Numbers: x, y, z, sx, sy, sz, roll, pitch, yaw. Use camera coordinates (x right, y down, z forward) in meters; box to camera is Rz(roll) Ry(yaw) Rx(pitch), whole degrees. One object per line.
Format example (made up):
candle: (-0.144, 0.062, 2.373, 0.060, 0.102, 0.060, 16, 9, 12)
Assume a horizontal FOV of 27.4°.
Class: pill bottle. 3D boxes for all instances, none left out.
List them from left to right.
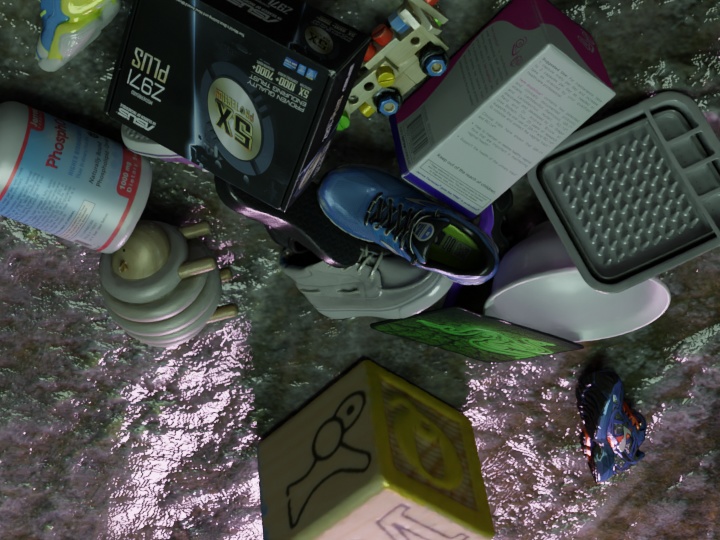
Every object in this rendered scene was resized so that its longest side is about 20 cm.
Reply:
pill bottle: (-0.313, -0.098, 1.435, 0.200, 0.109, 0.109, 22, 127, -27)

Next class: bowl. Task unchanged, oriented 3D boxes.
bowl: (0.232, 0.002, 1.605, 0.201, 0.090, 0.201, 0, 155, 0)

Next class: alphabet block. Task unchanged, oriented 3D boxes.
alphabet block: (0.014, 0.262, 1.771, 0.196, 0.195, 0.200, 31, 123, -34)

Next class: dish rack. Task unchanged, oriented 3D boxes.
dish rack: (0.281, -0.075, 1.501, 0.200, 0.172, 0.044, -24, 166, -12)

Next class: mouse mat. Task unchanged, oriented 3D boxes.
mouse mat: (0.131, 0.075, 1.665, 0.200, 0.008, 0.161, 16, 161, -34)

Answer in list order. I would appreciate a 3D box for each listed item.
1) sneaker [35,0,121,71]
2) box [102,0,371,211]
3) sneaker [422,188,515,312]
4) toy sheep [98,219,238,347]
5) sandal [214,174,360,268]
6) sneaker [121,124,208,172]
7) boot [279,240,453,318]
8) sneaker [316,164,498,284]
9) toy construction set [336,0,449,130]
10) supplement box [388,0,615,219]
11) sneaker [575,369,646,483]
sneaker: (-0.260, -0.270, 1.321, 0.105, 0.076, 0.200, 42, 128, -6)
box: (-0.115, -0.178, 1.347, 0.200, 0.086, 0.164, 29, 129, 6)
sneaker: (0.119, -0.021, 1.603, 0.099, 0.070, 0.200, -10, 143, -22)
toy sheep: (-0.205, 0.016, 1.550, 0.138, 0.138, 0.200, -13, 140, 4)
sandal: (-0.076, -0.060, 1.474, 0.048, 0.075, 0.200, -18, 144, 38)
sneaker: (-0.138, -0.109, 1.479, 0.200, 0.073, 0.114, 0, 136, -8)
boot: (0.000, 0.000, 1.562, 0.200, 0.074, 0.096, -12, 137, 42)
sneaker: (0.051, -0.048, 1.459, 0.200, 0.089, 0.079, 24, 90, -3)
toy construction set: (0.009, -0.209, 1.399, 0.200, 0.092, 0.131, -28, 131, 32)
supplement box: (0.136, -0.162, 1.448, 0.103, 0.101, 0.200, 29, 123, -31)
sneaker: (0.315, 0.185, 1.834, 0.078, 0.075, 0.200, -17, 142, -4)
